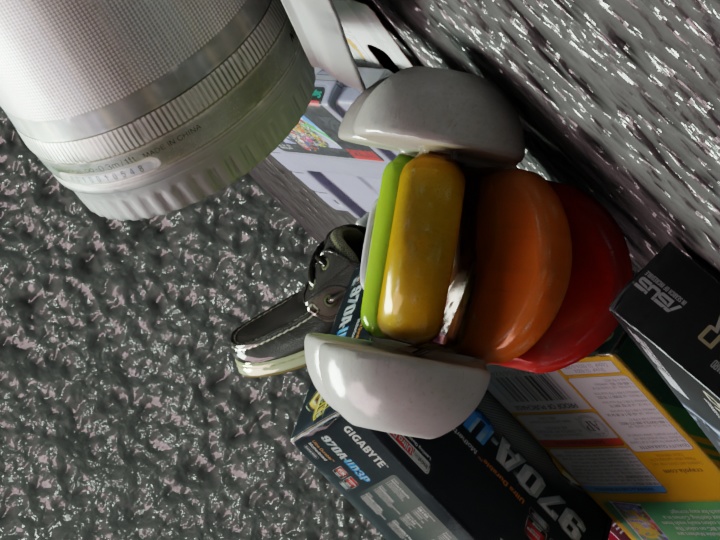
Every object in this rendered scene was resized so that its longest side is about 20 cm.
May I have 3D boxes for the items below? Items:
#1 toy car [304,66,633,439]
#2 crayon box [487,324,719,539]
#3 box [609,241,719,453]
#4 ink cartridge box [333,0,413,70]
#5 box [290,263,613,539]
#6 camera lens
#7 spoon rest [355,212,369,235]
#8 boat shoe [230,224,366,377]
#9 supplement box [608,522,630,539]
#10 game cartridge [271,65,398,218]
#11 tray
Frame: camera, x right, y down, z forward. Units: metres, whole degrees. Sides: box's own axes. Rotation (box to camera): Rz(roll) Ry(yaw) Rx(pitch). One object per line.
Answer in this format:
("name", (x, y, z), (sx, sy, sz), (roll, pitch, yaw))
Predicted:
("toy car", (0.058, -0.004, 1.377), (0.150, 0.175, 0.200), (9, 180, -6))
("crayon box", (0.167, 0.095, 1.530), (0.200, 0.052, 0.126), (47, 151, -24))
("box", (0.214, 0.088, 1.297), (0.160, 0.044, 0.200), (42, 176, 40))
("ink cartridge box", (-0.025, -0.144, 1.577), (0.200, 0.057, 0.163), (17, 159, 37))
("box", (0.057, 0.101, 1.543), (0.200, 0.046, 0.159), (47, -146, -19))
("camera lens", (-0.131, -0.147, 1.441), (0.200, 0.160, 0.160), (59, 170, -30))
("spoon rest", (0.017, -0.070, 1.846), (0.099, 0.061, 0.200), (48, -170, -24))
("boat shoe", (0.000, 0.000, 1.733), (0.065, 0.200, 0.073), (58, -167, -20))
("supplement box", (0.254, 0.229, 2.503), (0.200, 0.061, 0.109), (44, 177, 1))
("game cartridge", (-0.003, -0.073, 1.610), (0.130, 0.038, 0.200), (35, 167, -28))
("tray", (-0.036, -0.150, 1.342), (0.200, 0.022, 0.107), (61, -175, -79))
